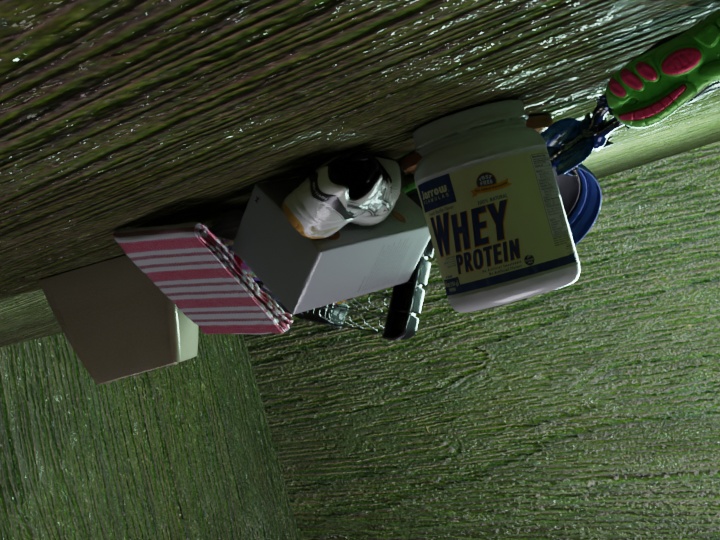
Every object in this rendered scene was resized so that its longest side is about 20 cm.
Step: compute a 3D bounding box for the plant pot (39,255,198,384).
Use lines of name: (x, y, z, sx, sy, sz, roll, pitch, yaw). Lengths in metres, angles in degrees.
plant pot: (-0.354, 0.073, 1.577, 0.200, 0.177, 0.200, -16, 178, 2)

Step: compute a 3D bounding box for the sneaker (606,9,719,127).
sneaker: (0.305, -0.188, 0.851, 0.200, 0.077, 0.084, -16, -160, 34)

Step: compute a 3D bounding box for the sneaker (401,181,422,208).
sneaker: (0.108, -0.077, 1.281, 0.077, 0.084, 0.200, 1, 167, -33)

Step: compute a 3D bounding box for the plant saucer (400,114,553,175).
plant saucer: (0.151, -0.153, 1.288, 0.200, 0.032, 0.200, -16, 178, -1)

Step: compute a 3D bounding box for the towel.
towel: (-0.186, 0.011, 1.198, 0.146, 0.200, 0.030, -3, -131, 37)

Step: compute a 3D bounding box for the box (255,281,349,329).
box: (-0.148, 0.023, 1.520, 0.193, 0.048, 0.200, 10, 165, 39)

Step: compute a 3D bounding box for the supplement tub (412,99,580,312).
supplement tub: (0.140, -0.067, 1.072, 0.145, 0.200, 0.145, -16, 179, 0)

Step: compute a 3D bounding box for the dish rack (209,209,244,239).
dish rack: (-0.112, -0.070, 1.369, 0.200, 0.044, 0.172, -16, 179, -6)

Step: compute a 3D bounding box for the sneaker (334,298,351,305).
sneaker: (0.000, 0.000, 1.402, 0.200, 0.075, 0.090, -29, -166, 6)

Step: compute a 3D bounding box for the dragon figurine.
dragon figurine: (0.251, -0.150, 1.213, 0.200, 0.059, 0.099, -34, 170, 16)

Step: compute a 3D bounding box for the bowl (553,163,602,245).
bowl: (0.229, -0.081, 1.374, 0.200, 0.039, 0.201, -11, 138, -10)

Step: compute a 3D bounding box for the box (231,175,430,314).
box: (-0.029, -0.041, 1.190, 0.200, 0.124, 0.098, -14, 139, -45)

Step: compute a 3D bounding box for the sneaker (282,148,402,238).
sneaker: (0.004, -0.095, 1.103, 0.088, 0.076, 0.200, -45, 173, 36)

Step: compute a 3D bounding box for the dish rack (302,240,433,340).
dish rack: (0.000, 0.009, 1.330, 0.200, 0.154, 0.055, 8, 171, 34)

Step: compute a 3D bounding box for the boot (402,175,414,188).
boot: (0.051, -0.097, 1.448, 0.155, 0.073, 0.200, -15, -170, -2)

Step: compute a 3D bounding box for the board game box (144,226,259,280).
board game box: (-0.197, -0.002, 1.269, 0.158, 0.039, 0.200, 6, 164, 18)
